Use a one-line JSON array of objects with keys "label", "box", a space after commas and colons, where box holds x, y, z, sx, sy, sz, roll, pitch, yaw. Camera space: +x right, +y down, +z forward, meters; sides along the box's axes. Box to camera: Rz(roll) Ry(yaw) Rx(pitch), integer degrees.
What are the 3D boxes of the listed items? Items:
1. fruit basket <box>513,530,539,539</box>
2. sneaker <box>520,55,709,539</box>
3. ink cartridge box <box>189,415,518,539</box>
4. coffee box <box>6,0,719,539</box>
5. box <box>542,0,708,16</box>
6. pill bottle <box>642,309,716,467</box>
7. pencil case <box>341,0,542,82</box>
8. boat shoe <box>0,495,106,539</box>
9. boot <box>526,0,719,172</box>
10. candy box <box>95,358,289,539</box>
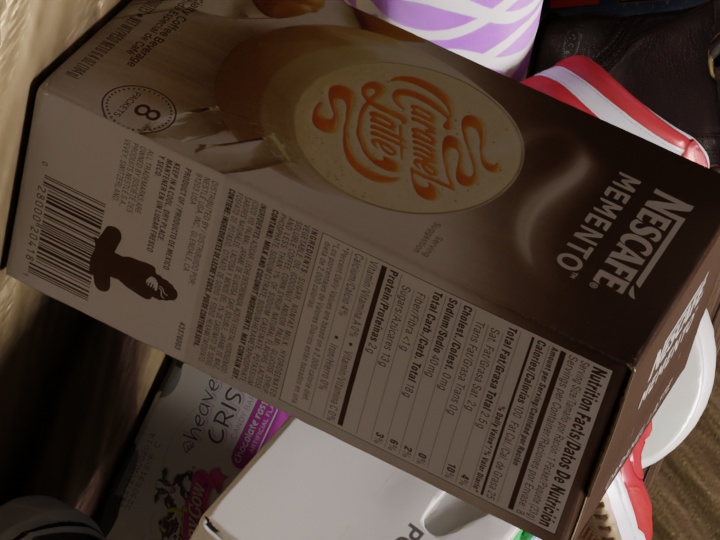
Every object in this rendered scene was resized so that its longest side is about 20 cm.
[{"label": "fruit basket", "box": [0.011, 0.147, 1.202, 0.201, 0.093, 0.185, -59, 167, -10]}, {"label": "sneaker", "box": [0.094, 0.015, 1.112, 0.112, 0.071, 0.201, -33, 113, -27]}, {"label": "ink cartridge box", "box": [-0.008, 0.104, 0.993, 0.145, 0.083, 0.200, -48, 173, -34]}, {"label": "coffee box", "box": [0.006, -0.012, 0.891, 0.114, 0.199, 0.080, -51, 162, -50]}, {"label": "box", "box": [0.169, -0.081, 1.259, 0.040, 0.199, 0.138, 42, 53, -53]}, {"label": "pill bottle", "box": [0.110, 0.037, 1.354, 0.200, 0.113, 0.114, -45, 159, -85]}, {"label": "pencil case", "box": [0.030, -0.121, 1.081, 0.201, 0.083, 0.086, 102, -21, -54]}, {"label": "boat shoe", "box": [-0.114, 0.127, 0.956, 0.073, 0.071, 0.200, -67, 169, 10]}, {"label": "boot", "box": [0.136, -0.036, 1.188, 0.069, 0.173, 0.202, 19, 71, -60]}, {"label": "candy box", "box": [-0.043, 0.083, 1.204, 0.137, 0.061, 0.200, -65, 168, 0]}]
